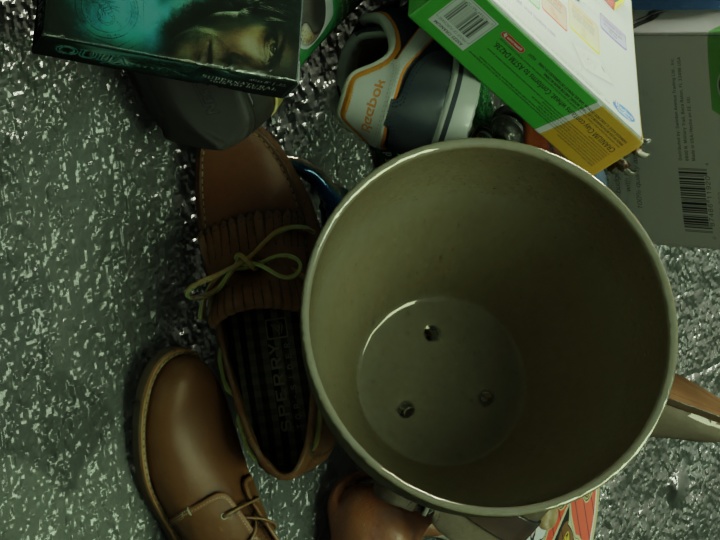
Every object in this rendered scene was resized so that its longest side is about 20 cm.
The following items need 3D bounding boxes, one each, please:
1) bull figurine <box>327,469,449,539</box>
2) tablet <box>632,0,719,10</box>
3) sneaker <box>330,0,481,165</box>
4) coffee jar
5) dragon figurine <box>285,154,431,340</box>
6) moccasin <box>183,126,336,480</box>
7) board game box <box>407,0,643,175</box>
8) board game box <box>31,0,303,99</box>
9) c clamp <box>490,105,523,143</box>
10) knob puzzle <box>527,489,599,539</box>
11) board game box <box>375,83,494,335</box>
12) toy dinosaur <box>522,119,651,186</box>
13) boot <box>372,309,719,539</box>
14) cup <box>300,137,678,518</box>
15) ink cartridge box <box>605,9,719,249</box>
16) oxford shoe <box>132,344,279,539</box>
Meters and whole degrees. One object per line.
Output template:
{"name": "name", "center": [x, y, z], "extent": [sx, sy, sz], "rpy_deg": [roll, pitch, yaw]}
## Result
{"name": "bull figurine", "center": [0.028, 0.223, 1.270], "extent": [0.121, 0.065, 0.201], "rpy_deg": [-4, 94, -23]}
{"name": "tablet", "center": [0.231, -0.166, 1.416], "extent": [0.200, 0.130, 0.014], "rpy_deg": [58, 48, -36]}
{"name": "sneaker", "center": [0.029, -0.122, 1.176], "extent": [0.200, 0.079, 0.079], "rpy_deg": [-79, -175, -70]}
{"name": "coffee jar", "center": [-0.053, -0.162, 1.124], "extent": [0.200, 0.085, 0.105], "rpy_deg": [-52, 136, -31]}
{"name": "dragon figurine", "center": [0.000, 0.000, 1.221], "extent": [0.200, 0.059, 0.100], "rpy_deg": [32, 63, -55]}
{"name": "moccasin", "center": [-0.057, 0.017, 1.136], "extent": [0.078, 0.073, 0.203], "rpy_deg": [-41, 128, -84]}
{"name": "board game box", "center": [0.096, -0.170, 1.163], "extent": [0.153, 0.040, 0.201], "rpy_deg": [39, 35, -27]}
{"name": "board game box", "center": [-0.092, -0.195, 1.037], "extent": [0.135, 0.028, 0.201], "rpy_deg": [8, 73, -20]}
{"name": "c clamp", "center": [0.080, -0.029, 1.278], "extent": [0.200, 0.027, 0.172], "rpy_deg": [-59, 143, -44]}
{"name": "knob puzzle", "center": [0.143, 0.174, 1.402], "extent": [0.219, 0.030, 0.221], "rpy_deg": [7, 90, -67]}
{"name": "board game box", "center": [0.055, -0.063, 1.311], "extent": [0.105, 0.023, 0.201], "rpy_deg": [-35, 121, -40]}
{"name": "toy dinosaur", "center": [0.110, -0.009, 1.282], "extent": [0.200, 0.105, 0.182], "rpy_deg": [40, 78, -9]}
{"name": "boot", "center": [0.110, 0.109, 1.222], "extent": [0.070, 0.199, 0.147], "rpy_deg": [-35, 149, -78]}
{"name": "cup", "center": [0.056, 0.046, 1.110], "extent": [0.199, 0.143, 0.201], "rpy_deg": [3, 74, -10]}
{"name": "ink cartridge box", "center": [0.205, -0.096, 1.346], "extent": [0.084, 0.199, 0.147], "rpy_deg": [-27, 116, -47]}
{"name": "oxford shoe", "center": [-0.075, 0.136, 1.155], "extent": [0.071, 0.071, 0.201], "rpy_deg": [-31, 116, -40]}
